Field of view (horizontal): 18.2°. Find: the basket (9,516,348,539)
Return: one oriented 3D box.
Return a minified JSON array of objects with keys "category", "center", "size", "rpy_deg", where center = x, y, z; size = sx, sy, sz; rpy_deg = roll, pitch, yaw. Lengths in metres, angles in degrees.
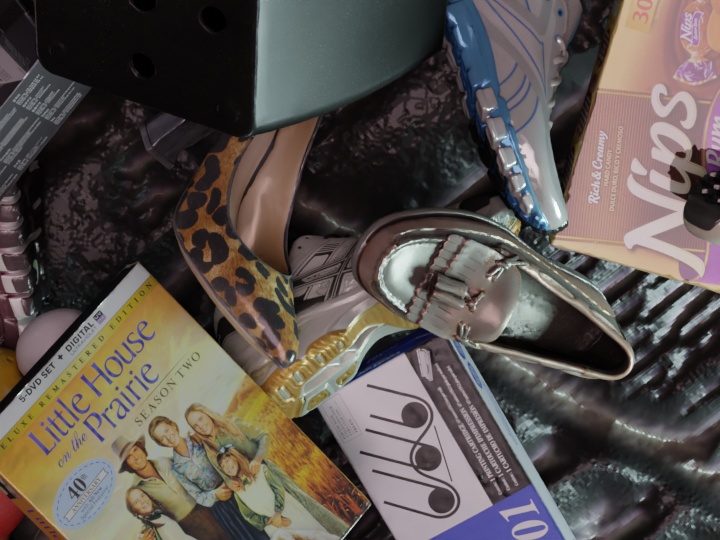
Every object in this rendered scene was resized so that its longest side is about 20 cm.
[{"category":"basket","center":[-0.107,0.182,1.354],"size":[0.199,0.180,0.137],"rpy_deg":[23,63,-9]}]

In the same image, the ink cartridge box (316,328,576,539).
[{"category":"ink cartridge box","center":[0.062,0.138,1.385],"size":[0.094,0.044,0.201],"rpy_deg":[-29,99,10]}]

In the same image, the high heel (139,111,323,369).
[{"category":"high heel","center":[-0.040,-0.053,1.298],"size":[0.142,0.071,0.201],"rpy_deg":[-34,59,13]}]

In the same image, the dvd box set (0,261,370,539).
[{"category":"dvd box set","center":[-0.107,0.116,1.268],"size":[0.200,0.029,0.146],"rpy_deg":[47,66,-12]}]

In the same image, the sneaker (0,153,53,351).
[{"category":"sneaker","center":[-0.251,-0.015,1.356],"size":[0.115,0.076,0.202],"rpy_deg":[-2,102,6]}]

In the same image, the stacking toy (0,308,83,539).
[{"category":"stacking toy","center":[-0.225,0.092,1.315],"size":[0.146,0.146,0.200],"rpy_deg":[41,110,-6]}]

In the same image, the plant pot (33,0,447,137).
[{"category":"plant pot","center":[-0.072,-0.186,1.198],"size":[0.198,0.178,0.201],"rpy_deg":[19,130,18]}]

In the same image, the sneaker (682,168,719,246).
[{"category":"sneaker","center":[0.261,-0.004,1.297],"size":[0.199,0.070,0.094],"rpy_deg":[0,113,-38]}]

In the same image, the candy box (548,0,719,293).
[{"category":"candy box","center":[0.192,-0.097,1.325],"size":[0.116,0.056,0.201],"rpy_deg":[16,101,-1]}]

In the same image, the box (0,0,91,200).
[{"category":"box","center":[-0.260,-0.091,1.306],"size":[0.200,0.050,0.158],"rpy_deg":[-49,53,11]}]

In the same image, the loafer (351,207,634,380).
[{"category":"loafer","center":[0.084,0.017,1.298],"size":[0.199,0.063,0.072],"rpy_deg":[19,108,-40]}]

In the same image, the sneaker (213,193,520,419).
[{"category":"sneaker","center":[0.000,0.000,1.345],"size":[0.199,0.076,0.088],"rpy_deg":[-33,58,-9]}]

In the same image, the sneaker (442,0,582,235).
[{"category":"sneaker","center":[0.096,-0.121,1.307],"size":[0.086,0.075,0.201],"rpy_deg":[-18,86,-6]}]
